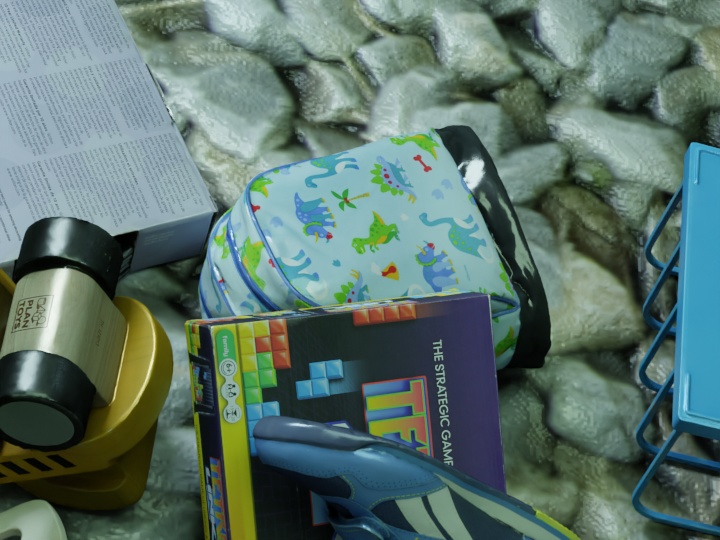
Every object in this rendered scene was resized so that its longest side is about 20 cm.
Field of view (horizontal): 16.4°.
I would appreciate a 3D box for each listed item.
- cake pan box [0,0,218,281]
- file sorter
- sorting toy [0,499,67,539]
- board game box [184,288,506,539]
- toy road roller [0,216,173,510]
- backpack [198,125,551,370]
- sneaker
[{"bbox_3d":[-0.204,-0.075,1.510,0.183,0.052,0.201,-17,62,-23],"label":"cake pan box"},{"bbox_3d":[0.242,0.051,1.507,0.138,0.123,0.201,13,53,-7],"label":"file sorter"},{"bbox_3d":[-0.225,0.187,1.301,0.198,0.107,0.181,0,43,-2],"label":"sorting toy"},{"bbox_3d":[-0.004,0.119,1.368,0.164,0.057,0.202,-7,94,-19],"label":"board game box"},{"bbox_3d":[-0.196,0.070,1.389,0.199,0.146,0.124,-10,51,23],"label":"toy road roller"},{"bbox_3d":[0.000,0.000,1.475,0.199,0.154,0.164,-17,68,-10],"label":"backpack"},{"bbox_3d":[0.025,0.138,1.312,0.199,0.074,0.083,29,84,-18],"label":"sneaker"}]
